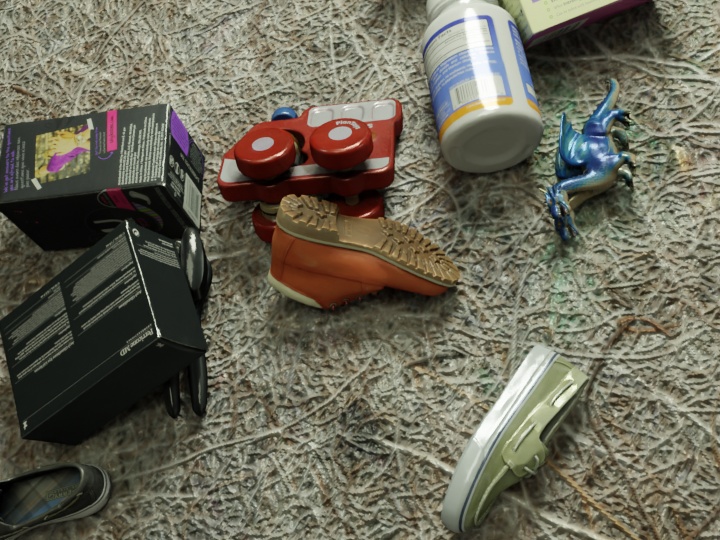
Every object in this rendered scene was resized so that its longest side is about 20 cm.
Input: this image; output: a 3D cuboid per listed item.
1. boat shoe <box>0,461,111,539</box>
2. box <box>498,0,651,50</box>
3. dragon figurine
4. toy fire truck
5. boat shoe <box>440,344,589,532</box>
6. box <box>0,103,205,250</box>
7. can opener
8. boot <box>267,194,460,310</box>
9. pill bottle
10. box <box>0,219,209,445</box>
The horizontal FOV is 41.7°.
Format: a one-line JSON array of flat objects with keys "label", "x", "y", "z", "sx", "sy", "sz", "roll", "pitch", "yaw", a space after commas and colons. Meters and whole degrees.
[{"label": "boat shoe", "x": -0.352, "y": 0.237, "z": 0.947, "sx": 0.198, "sy": 0.066, "sz": 0.070, "roll": -15, "pitch": 62, "yaw": 4}, {"label": "box", "x": 0.227, "y": -0.375, "z": 1.053, "sx": 0.175, "sy": 0.097, "sz": 0.201, "roll": -22, "pitch": 92, "yaw": -1}, {"label": "dragon figurine", "x": 0.236, "y": -0.131, "z": 1.002, "sx": 0.099, "sy": 0.059, "sz": 0.202, "roll": -2, "pitch": 66, "yaw": 10}, {"label": "toy fire truck", "x": -0.053, "y": -0.128, "z": 1.048, "sx": 0.198, "sy": 0.113, "sz": 0.169, "roll": -5, "pitch": 40, "yaw": 9}, {"label": "boat shoe", "x": 0.144, "y": 0.159, "z": 0.877, "sx": 0.062, "sy": 0.072, "sz": 0.201, "roll": 26, "pitch": 70, "yaw": 24}, {"label": "box", "x": -0.288, "y": -0.101, "z": 1.063, "sx": 0.198, "sy": 0.122, "sz": 0.107, "roll": -5, "pitch": 64, "yaw": 10}, {"label": "can opener", "x": -0.191, "y": 0.057, "z": 1.004, "sx": 0.063, "sy": 0.079, "sz": 0.202, "roll": -2, "pitch": 73, "yaw": 2}, {"label": "boot", "x": 0.000, "y": 0.000, "z": 0.988, "sx": 0.198, "sy": 0.108, "sz": 0.075, "roll": 17, "pitch": 28, "yaw": -4}, {"label": "pill bottle", "x": 0.127, "y": -0.219, "z": 1.039, "sx": 0.111, "sy": 0.112, "sz": 0.201, "roll": -11, "pitch": 62, "yaw": 6}, {"label": "box", "x": -0.267, "y": 0.068, "z": 0.968, "sx": 0.199, "sy": 0.079, "sz": 0.142, "roll": -34, "pitch": 58, "yaw": 20}]
